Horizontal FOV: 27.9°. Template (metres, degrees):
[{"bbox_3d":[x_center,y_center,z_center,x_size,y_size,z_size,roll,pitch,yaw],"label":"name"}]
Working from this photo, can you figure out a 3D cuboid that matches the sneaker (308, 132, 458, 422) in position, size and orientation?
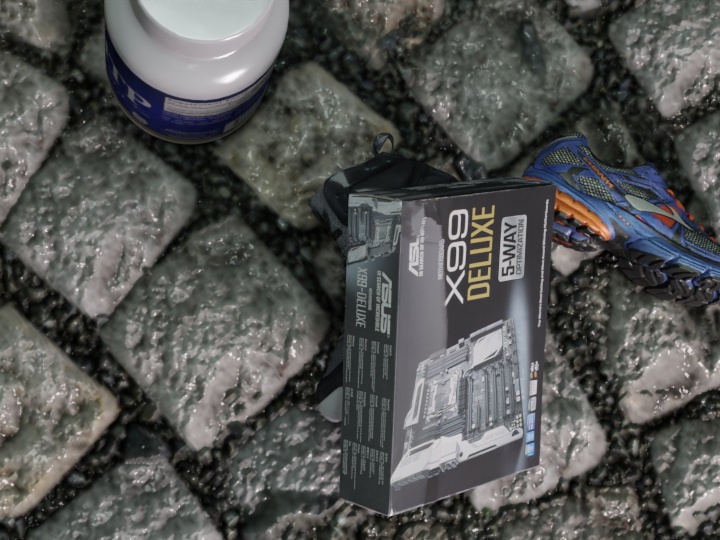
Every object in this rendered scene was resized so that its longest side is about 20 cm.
[{"bbox_3d":[0.000,0.000,1.007,0.113,0.075,0.201,34,72,-3],"label":"sneaker"}]

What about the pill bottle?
[{"bbox_3d":[-0.108,-0.162,0.946,0.118,0.200,0.121,2,81,-9],"label":"pill bottle"}]

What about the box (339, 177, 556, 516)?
[{"bbox_3d":[0.058,0.043,0.951,0.157,0.049,0.202,-8,104,-46],"label":"box"}]

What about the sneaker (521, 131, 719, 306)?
[{"bbox_3d":[0.209,-0.038,1.049,0.199,0.075,0.079,27,75,-7],"label":"sneaker"}]
